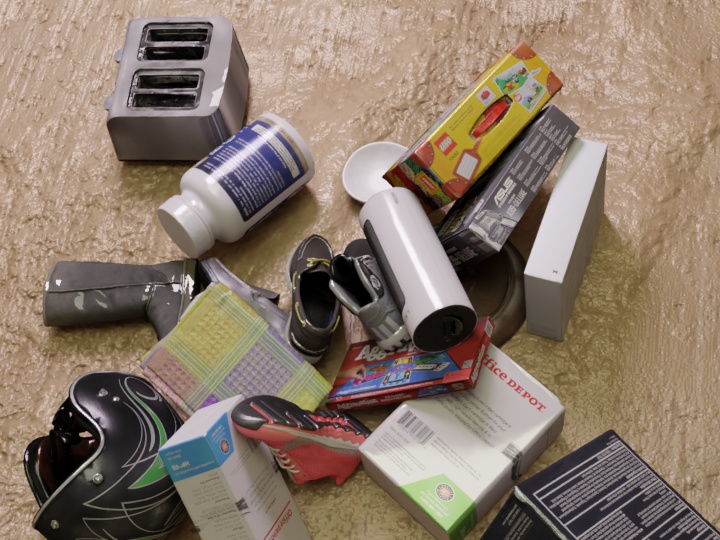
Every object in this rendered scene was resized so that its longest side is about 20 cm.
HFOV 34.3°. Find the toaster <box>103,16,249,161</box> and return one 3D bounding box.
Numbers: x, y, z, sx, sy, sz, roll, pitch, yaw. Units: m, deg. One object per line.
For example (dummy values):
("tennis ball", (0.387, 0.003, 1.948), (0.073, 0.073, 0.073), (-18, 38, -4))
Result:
("toaster", (-0.247, -0.247, 1.625), (0.199, 0.119, 0.182), (2, 62, 8))

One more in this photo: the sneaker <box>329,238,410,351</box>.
("sneaker", (0.000, 0.000, 1.426), (0.075, 0.115, 0.200), (-39, 38, 10))

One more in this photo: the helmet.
("helmet", (-0.279, 0.231, 1.321), (0.199, 0.200, 0.191), (-23, 57, -5))

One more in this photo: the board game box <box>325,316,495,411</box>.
("board game box", (0.057, 0.111, 1.373), (0.199, 0.019, 0.103), (-14, 33, 33))

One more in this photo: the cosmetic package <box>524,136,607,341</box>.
("cosmetic package", (0.251, -0.037, 1.423), (0.051, 0.151, 0.201), (16, 64, 15))

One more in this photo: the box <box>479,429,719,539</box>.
("box", (0.255, 0.298, 1.203), (0.199, 0.124, 0.198), (-16, 52, -46))

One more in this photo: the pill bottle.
("pill bottle", (-0.165, -0.108, 1.530), (0.111, 0.111, 0.200), (38, 66, 24))

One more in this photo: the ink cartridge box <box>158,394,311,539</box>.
("ink cartridge box", (-0.135, 0.255, 1.300), (0.066, 0.116, 0.201), (-21, 99, 20))

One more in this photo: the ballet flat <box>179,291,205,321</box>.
("ballet flat", (-0.149, 0.117, 1.419), (0.069, 0.069, 0.200), (-37, 83, -13))

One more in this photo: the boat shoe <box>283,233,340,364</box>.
("boat shoe", (-0.053, 0.023, 1.453), (0.071, 0.061, 0.202), (18, 43, -17))

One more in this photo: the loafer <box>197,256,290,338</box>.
("loafer", (-0.131, 0.053, 1.477), (0.072, 0.073, 0.200), (-35, 72, -21))

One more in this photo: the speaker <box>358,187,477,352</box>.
("speaker", (0.066, -0.002, 1.366), (0.081, 0.081, 0.201), (-20, 51, -4))

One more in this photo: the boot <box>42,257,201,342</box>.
("boot", (-0.309, 0.055, 1.494), (0.199, 0.073, 0.182), (-1, 47, 0))

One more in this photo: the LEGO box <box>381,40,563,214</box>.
("LEGO box", (0.135, -0.169, 1.435), (0.077, 0.149, 0.200), (45, 74, -6))

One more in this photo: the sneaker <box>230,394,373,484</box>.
("sneaker", (-0.068, 0.202, 1.321), (0.074, 0.200, 0.087), (33, 101, 49))

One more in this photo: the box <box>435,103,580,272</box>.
("box", (0.167, -0.094, 1.427), (0.050, 0.158, 0.200), (38, 70, -8))

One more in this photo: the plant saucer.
("plant saucer", (0.118, 0.017, 1.480), (0.199, 0.032, 0.201), (-3, 60, 5))

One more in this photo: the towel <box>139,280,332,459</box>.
("towel", (-0.148, 0.123, 1.380), (0.200, 0.023, 0.144), (41, 86, 6))

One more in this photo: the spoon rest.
("spoon rest", (0.071, -0.118, 1.544), (0.199, 0.061, 0.100), (14, 64, 14))

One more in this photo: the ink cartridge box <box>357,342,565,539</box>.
("ink cartridge box", (0.119, 0.195, 1.350), (0.200, 0.084, 0.145), (-43, 65, -15))
